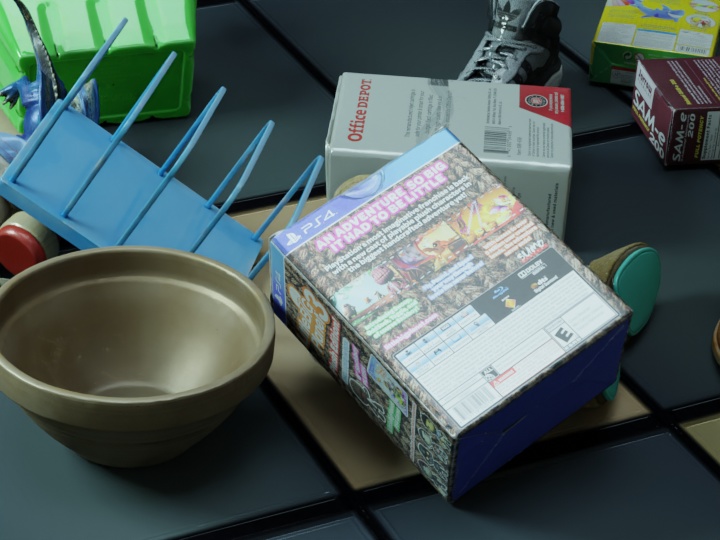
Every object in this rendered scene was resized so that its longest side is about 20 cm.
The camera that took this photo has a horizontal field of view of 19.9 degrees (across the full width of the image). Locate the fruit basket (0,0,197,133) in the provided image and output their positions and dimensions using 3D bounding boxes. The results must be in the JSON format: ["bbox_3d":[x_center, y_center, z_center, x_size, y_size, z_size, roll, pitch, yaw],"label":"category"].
[{"bbox_3d":[-0.250,-0.237,1.857,0.215,0.156,0.216,5,46,-5],"label":"fruit basket"}]

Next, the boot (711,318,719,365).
[{"bbox_3d":[0.318,-0.017,1.542,0.077,0.155,0.200,12,33,15],"label":"boot"}]

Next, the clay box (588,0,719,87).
[{"bbox_3d":[0.295,-0.237,2.006,0.115,0.048,0.200,9,31,11],"label":"clay box"}]

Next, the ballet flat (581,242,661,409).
[{"bbox_3d":[0.172,0.040,1.541,0.072,0.068,0.200,-5,31,25],"label":"ballet flat"}]

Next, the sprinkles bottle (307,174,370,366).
[{"bbox_3d":[0.000,0.000,1.573,0.068,0.068,0.200,5,31,3],"label":"sprinkles bottle"}]

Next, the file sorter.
[{"bbox_3d":[-0.146,-0.077,1.556,0.200,0.123,0.139,34,31,-9],"label":"file sorter"}]

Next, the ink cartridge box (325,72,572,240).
[{"bbox_3d":[0.074,-0.094,1.719,0.200,0.084,0.144,5,32,2],"label":"ink cartridge box"}]

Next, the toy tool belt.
[{"bbox_3d":[-0.294,-0.068,1.610,0.200,0.125,0.123,19,44,25],"label":"toy tool belt"}]

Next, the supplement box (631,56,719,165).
[{"bbox_3d":[0.357,-0.147,1.850,0.200,0.061,0.109,-2,31,-10],"label":"supplement box"}]

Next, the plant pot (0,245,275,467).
[{"bbox_3d":[-0.160,0.071,1.422,0.201,0.093,0.201,2,32,-1],"label":"plant pot"}]

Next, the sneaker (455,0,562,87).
[{"bbox_3d":[0.122,-0.193,1.856,0.075,0.114,0.200,19,35,26],"label":"sneaker"}]

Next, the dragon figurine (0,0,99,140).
[{"bbox_3d":[-0.255,-0.132,1.706,0.059,0.200,0.099,5,-5,-37],"label":"dragon figurine"}]

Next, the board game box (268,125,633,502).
[{"bbox_3d":[0.059,0.028,1.413,0.159,0.097,0.200,-33,64,-21],"label":"board game box"}]
